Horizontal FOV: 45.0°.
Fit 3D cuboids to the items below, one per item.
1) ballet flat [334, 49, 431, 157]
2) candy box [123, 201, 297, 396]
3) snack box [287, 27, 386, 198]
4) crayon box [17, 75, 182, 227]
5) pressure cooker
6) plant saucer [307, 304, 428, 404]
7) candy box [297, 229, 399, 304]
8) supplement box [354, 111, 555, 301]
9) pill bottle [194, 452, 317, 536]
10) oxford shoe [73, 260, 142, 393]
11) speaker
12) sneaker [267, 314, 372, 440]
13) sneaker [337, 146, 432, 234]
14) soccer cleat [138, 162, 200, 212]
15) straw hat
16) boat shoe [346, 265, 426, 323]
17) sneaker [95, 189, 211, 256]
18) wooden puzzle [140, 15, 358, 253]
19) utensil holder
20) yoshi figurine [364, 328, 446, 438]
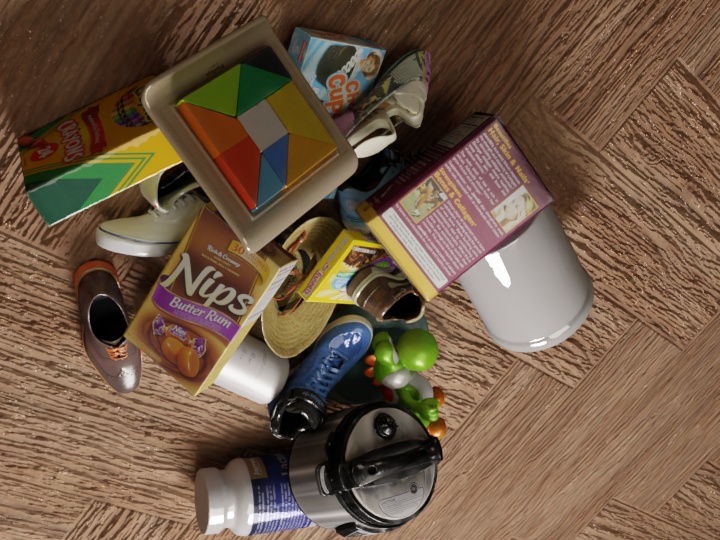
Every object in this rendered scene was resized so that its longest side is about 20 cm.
[{"bbox_3d":[0.027,-0.181,1.029,0.200,0.071,0.069,-41,145,-13],"label":"ballet flat"},{"bbox_3d":[-0.176,0.032,1.008,0.116,0.056,0.200,38,109,7],"label":"candy box"},{"bbox_3d":[-0.053,-0.182,1.038,0.116,0.037,0.201,-4,124,-42],"label":"snack box"},{"bbox_3d":[-0.261,-0.139,0.930,0.199,0.127,0.051,-28,130,-7],"label":"crayon box"},{"bbox_3d":[0.008,0.275,1.221,0.179,0.200,0.176,41,55,-16],"label":"pressure cooker"},{"bbox_3d":[0.019,0.131,1.301,0.199,0.036,0.201,-13,126,-18],"label":"plant saucer"},{"bbox_3d":[0.000,0.000,1.151,0.102,0.026,0.200,-50,158,15],"label":"candy box"},{"bbox_3d":[0.111,-0.081,1.062,0.200,0.103,0.131,-38,105,2],"label":"supplement box"},{"bbox_3d":[-0.144,0.337,1.311,0.199,0.116,0.116,-1,122,-25],"label":"pill bottle"},{"bbox_3d":[-0.315,0.088,1.090,0.071,0.073,0.201,-18,127,-13],"label":"oxford shoe"},{"bbox_3d":[-0.190,0.109,1.159,0.200,0.081,0.081,32,105,-37],"label":"speaker"},{"bbox_3d":[-0.055,0.156,1.200,0.200,0.111,0.077,-41,116,18],"label":"sneaker"},{"bbox_3d":[0.059,-0.125,1.122,0.199,0.078,0.090,-29,126,-5],"label":"sneaker"},{"bbox_3d":[-0.172,-0.145,0.993,0.200,0.085,0.069,-40,129,4],"label":"soccer cleat"},{"bbox_3d":[-0.103,0.007,1.122,0.201,0.085,0.202,-45,145,-44],"label":"straw hat"},{"bbox_3d":[0.054,0.044,1.185,0.075,0.075,0.202,-54,156,18],"label":"boat shoe"},{"bbox_3d":[-0.218,-0.063,1.045,0.199,0.073,0.071,-6,116,-32],"label":"sneaker"},{"bbox_3d":[-0.105,-0.147,0.911,0.185,0.037,0.201,-42,107,-34],"label":"wooden puzzle"},{"bbox_3d":[0.213,-0.013,1.213,0.170,0.170,0.200,-36,127,2],"label":"utensil holder"},{"bbox_3d":[0.086,0.156,1.261,0.112,0.112,0.200,-48,135,-21],"label":"yoshi figurine"}]
